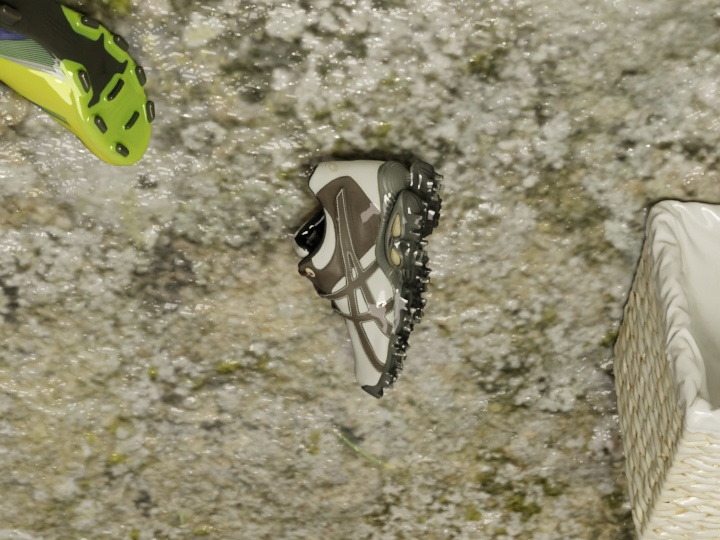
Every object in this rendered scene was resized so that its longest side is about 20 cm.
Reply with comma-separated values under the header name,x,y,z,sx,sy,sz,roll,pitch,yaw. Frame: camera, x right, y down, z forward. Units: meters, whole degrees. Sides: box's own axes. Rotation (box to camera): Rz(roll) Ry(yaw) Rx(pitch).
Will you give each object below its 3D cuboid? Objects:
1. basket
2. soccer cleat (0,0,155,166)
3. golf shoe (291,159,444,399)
name,x,y,z,sx,sy,sz,roll,pitch,yaw
basket,0.282,0.079,1.419,0.198,0.200,0.161,6,137,-9
soccer cleat,-0.204,-0.136,1.292,0.084,0.065,0.200,-2,145,39
golf shoe,0.000,0.000,1.418,0.094,0.078,0.200,13,130,8
